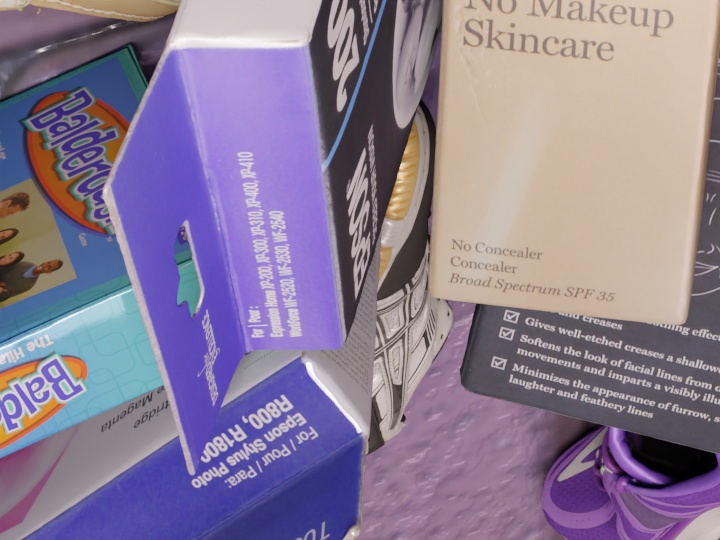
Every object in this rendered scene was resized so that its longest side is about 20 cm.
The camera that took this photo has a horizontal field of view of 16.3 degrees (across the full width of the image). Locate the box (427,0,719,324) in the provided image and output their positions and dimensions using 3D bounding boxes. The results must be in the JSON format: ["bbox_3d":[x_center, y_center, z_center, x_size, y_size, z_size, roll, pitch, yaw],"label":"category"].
[{"bbox_3d":[0.074,-0.091,0.824,0.094,0.078,0.201,5,121,8],"label":"box"}]

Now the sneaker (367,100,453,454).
[{"bbox_3d":[0.000,0.000,1.021,0.087,0.076,0.201,-19,142,-38],"label":"sneaker"}]

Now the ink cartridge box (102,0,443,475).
[{"bbox_3d":[-0.015,-0.060,0.745,0.043,0.201,0.198,14,156,10],"label":"ink cartridge box"}]

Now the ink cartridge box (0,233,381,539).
[{"bbox_3d":[-0.077,0.056,0.899,0.196,0.201,0.043,-34,119,27],"label":"ink cartridge box"}]

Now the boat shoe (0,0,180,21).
[{"bbox_3d":[-0.139,-0.122,0.822,0.199,0.074,0.066,19,134,-37],"label":"boat shoe"}]

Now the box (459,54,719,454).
[{"bbox_3d":[0.133,-0.040,0.968,0.147,0.107,0.201,14,131,1],"label":"box"}]

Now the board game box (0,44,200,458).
[{"bbox_3d":[-0.147,0.009,0.874,0.199,0.152,0.045,-24,125,-4],"label":"board game box"}]

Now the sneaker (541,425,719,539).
[{"bbox_3d":[0.132,0.078,1.109,0.083,0.081,0.200,13,159,-23],"label":"sneaker"}]
